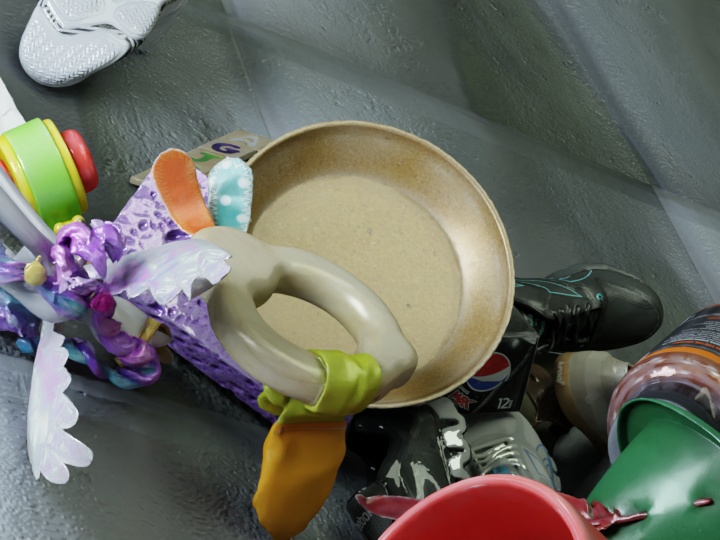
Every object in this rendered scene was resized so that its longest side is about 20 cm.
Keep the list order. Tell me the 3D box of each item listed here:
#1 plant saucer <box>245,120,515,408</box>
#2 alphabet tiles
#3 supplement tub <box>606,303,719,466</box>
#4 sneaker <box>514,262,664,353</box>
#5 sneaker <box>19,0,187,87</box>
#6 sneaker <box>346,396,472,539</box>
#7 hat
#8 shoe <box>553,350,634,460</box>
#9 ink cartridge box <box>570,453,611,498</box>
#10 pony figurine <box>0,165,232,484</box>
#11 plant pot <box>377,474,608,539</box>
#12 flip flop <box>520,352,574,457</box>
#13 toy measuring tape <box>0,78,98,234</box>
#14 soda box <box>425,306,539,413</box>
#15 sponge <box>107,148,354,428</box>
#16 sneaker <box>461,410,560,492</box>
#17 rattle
[{"bbox_3d":[0.000,0.000,1.510,0.200,0.035,0.201,6,66,-14],"label":"plant saucer"},{"bbox_3d":[-0.038,-0.057,1.663,0.200,0.008,0.167,17,21,20],"label":"alphabet tiles"},{"bbox_3d":[0.233,0.093,1.597,0.107,0.107,0.200,45,27,9],"label":"supplement tub"},{"bbox_3d":[0.136,0.039,1.732,0.199,0.076,0.079,2,23,-17],"label":"sneaker"},{"bbox_3d":[-0.180,-0.188,1.716,0.075,0.115,0.200,40,61,1],"label":"sneaker"},{"bbox_3d":[0.036,0.167,1.471,0.090,0.067,0.200,4,51,-24],"label":"sneaker"},{"bbox_3d":[0.143,0.186,1.405,0.200,0.176,0.166,27,-36,54],"label":"hat"},{"bbox_3d":[0.199,0.110,1.704,0.200,0.053,0.070,41,39,-56],"label":"shoe"},{"bbox_3d":[0.234,0.222,1.613,0.200,0.083,0.147,38,27,-5],"label":"ink cartridge box"},{"bbox_3d":[-0.172,0.009,1.352,0.200,0.167,0.193,43,2,-17],"label":"pony figurine"},{"bbox_3d":[0.106,0.239,1.327,0.177,0.200,0.201,33,26,-37],"label":"plant pot"},{"bbox_3d":[0.131,0.096,1.698,0.081,0.058,0.200,44,27,7],"label":"flip flop"},{"bbox_3d":[-0.221,-0.090,1.509,0.073,0.074,0.200,6,45,-48],"label":"toy measuring tape"},{"bbox_3d":[0.045,0.021,1.629,0.071,0.063,0.200,0,29,-27],"label":"soda box"},{"bbox_3d":[-0.075,0.021,1.516,0.200,0.030,0.112,37,51,-4],"label":"sponge"},{"bbox_3d":[0.099,0.143,1.535,0.087,0.075,0.200,71,-3,-47],"label":"sneaker"},{"bbox_3d":[-0.071,0.039,1.436,0.200,0.143,0.130,38,49,18],"label":"rattle"}]
